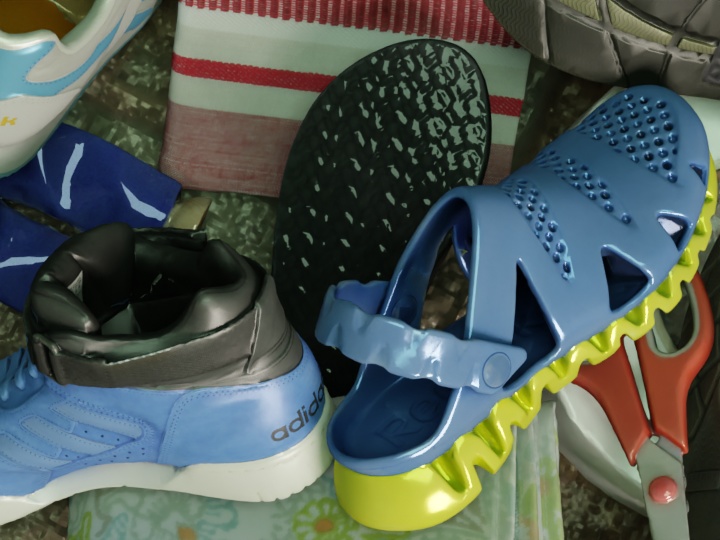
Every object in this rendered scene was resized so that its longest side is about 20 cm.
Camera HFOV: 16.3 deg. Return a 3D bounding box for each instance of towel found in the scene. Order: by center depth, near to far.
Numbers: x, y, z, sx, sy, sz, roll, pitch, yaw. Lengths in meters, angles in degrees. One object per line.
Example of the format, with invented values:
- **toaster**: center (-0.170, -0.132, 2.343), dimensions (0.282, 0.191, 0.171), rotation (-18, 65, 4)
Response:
- **towel**: center (-0.019, 0.128, 0.933), dimensions (0.199, 0.048, 0.172), rotation (-11, 49, 14)
- **towel**: center (0.002, -0.119, 0.990), dimensions (0.143, 0.023, 0.201), rotation (6, 116, -6)

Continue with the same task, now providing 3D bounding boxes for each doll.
- **doll**: center (-0.166, -0.032, 0.997), dimensions (0.199, 0.048, 0.137), rotation (25, 94, -2)

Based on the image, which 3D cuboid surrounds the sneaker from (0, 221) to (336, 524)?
- **sneaker**: center (-0.114, 0.033, 0.937), dimensions (0.199, 0.112, 0.077), rotation (-3, 40, 22)

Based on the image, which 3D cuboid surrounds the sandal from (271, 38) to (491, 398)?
- **sandal**: center (-0.001, 0.000, 1.002), dimensions (0.075, 0.048, 0.201), rotation (20, 105, 8)

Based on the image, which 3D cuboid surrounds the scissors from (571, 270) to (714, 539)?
- **scissors**: center (0.114, 0.067, 0.916), dimensions (0.073, 0.014, 0.201), rotation (-23, 54, 3)

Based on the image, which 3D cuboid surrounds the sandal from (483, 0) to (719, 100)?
- **sandal**: center (0.127, -0.108, 0.966), dimensions (0.200, 0.057, 0.080), rotation (18, 125, -18)

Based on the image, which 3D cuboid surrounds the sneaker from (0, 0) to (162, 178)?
- **sneaker**: center (-0.107, -0.125, 0.971), dimensions (0.076, 0.081, 0.201), rotation (28, 50, -8)

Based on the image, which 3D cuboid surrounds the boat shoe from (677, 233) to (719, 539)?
- **boat shoe**: center (0.162, 0.061, 0.949), dimensions (0.073, 0.074, 0.201), rotation (13, 84, -20)

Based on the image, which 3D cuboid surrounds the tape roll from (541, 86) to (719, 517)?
- **tape roll**: center (0.160, 0.007, 1.019), dimensions (0.201, 0.071, 0.204), rotation (1, 83, -6)

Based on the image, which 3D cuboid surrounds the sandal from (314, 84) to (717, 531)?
- **sandal**: center (0.055, 0.000, 0.914), dimensions (0.200, 0.079, 0.087), rotation (-48, 131, -20)
